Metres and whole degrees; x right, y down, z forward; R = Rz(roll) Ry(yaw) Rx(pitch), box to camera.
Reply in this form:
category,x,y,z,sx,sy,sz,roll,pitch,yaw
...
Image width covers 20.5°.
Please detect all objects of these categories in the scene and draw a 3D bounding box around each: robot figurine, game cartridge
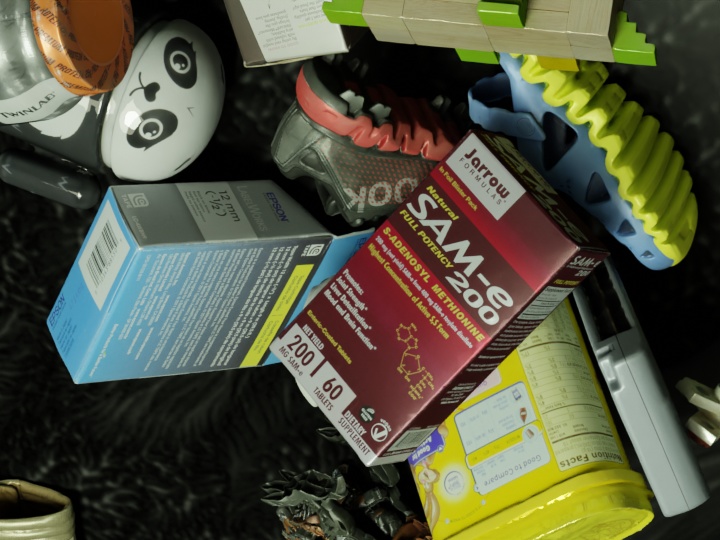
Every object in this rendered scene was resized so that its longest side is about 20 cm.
category,x,y,z,sx,sy,sz,roll,pitch,yaw
robot figurine,-0.192,-0.138,1.379,0.200,0.125,0.150,23,132,10
game cartridge,0.181,0.072,1.307,0.041,0.200,0.133,-27,111,8

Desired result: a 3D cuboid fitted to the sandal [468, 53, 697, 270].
category,x,y,z,sx,sy,sz,roll,pitch,yaw
sandal,0.143,-0.082,1.303,0.087,0.079,0.200,-35,93,39

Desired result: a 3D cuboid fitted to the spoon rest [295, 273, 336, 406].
category,x,y,z,sx,sy,sz,roll,pitch,yaw
spoon rest,0.000,0.000,1.378,0.061,0.099,0.200,16,96,4

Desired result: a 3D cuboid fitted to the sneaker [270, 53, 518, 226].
category,x,y,z,sx,sy,sz,roll,pitch,yaw
sneaker,0.025,-0.071,1.316,0.200,0.071,0.098,19,123,-34

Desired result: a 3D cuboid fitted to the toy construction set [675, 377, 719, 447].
category,x,y,z,sx,sy,sz,roll,pitch,yaw
toy construction set,0.294,0.045,1.266,0.092,0.131,0.200,45,109,-7

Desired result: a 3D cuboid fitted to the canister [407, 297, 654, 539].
category,x,y,z,sx,sy,sz,roll,pitch,yaw
canister,0.094,0.096,1.319,0.148,0.087,0.200,-30,63,26

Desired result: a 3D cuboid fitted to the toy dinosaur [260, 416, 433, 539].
category,x,y,z,sx,sy,sz,roll,pitch,yaw
toy dinosaur,0.007,0.184,1.513,0.200,0.102,0.136,-15,118,31

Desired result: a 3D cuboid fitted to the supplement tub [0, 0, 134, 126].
category,x,y,z,sx,sy,sz,roll,pitch,yaw
supplement tub,-0.253,-0.150,1.265,0.200,0.123,0.123,-4,118,24

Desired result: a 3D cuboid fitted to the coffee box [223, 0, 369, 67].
category,x,y,z,sx,sy,sz,roll,pitch,yaw
coffee box,-0.049,-0.245,1.258,0.080,0.113,0.200,-5,117,27

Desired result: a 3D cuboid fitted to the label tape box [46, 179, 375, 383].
category,x,y,z,sx,sy,sz,roll,pitch,yaw
label tape box,-0.107,0.006,1.430,0.066,0.200,0.143,58,136,31

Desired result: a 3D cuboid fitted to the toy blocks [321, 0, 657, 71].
category,x,y,z,sx,sy,sz,roll,pitch,yaw
toy blocks,0.088,-0.206,1.213,0.200,0.100,0.137,7,79,14

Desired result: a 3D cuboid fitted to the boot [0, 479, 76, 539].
category,x,y,z,sx,sy,sz,roll,pitch,yaw
boot,-0.323,0.254,1.712,0.200,0.073,0.156,2,121,21

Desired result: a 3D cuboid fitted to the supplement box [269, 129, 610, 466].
category,x,y,z,sx,sy,sz,roll,pitch,yaw
supplement box,0.049,0.019,1.268,0.200,0.061,0.109,-47,70,17
